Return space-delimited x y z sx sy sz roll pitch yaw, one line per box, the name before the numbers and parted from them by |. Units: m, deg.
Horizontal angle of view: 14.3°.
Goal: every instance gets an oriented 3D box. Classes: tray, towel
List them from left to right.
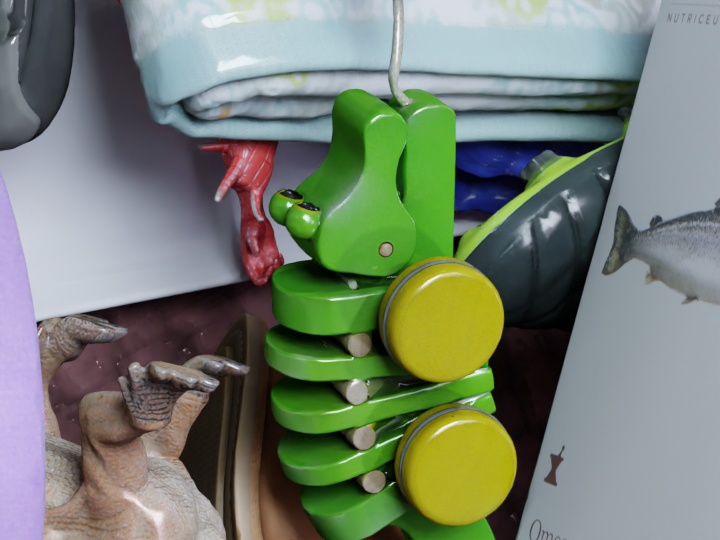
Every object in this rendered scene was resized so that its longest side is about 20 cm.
tray | -0.042 -0.050 0.848 0.199 0.022 0.108 -12 89 -32
towel | 0.007 -0.119 0.795 0.199 0.048 0.172 -1 66 -39

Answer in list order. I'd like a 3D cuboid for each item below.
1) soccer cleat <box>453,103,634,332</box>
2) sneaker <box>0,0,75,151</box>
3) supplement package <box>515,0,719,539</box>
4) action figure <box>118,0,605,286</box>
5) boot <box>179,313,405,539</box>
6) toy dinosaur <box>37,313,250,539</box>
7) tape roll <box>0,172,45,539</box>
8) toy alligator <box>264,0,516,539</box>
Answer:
soccer cleat | 0.112 -0.004 0.806 0.199 0.068 0.081 -10 60 -40
sneaker | -0.085 -0.124 0.789 0.079 0.075 0.201 16 61 -36
supplement package | 0.128 0.027 0.721 0.117 0.117 0.201 15 89 -25
action figure | 0.006 -0.022 0.821 0.200 0.065 0.099 31 58 -24
boot | 0.026 0.106 0.797 0.154 0.074 0.201 8 51 -21
toy dinosaur | -0.084 0.079 0.709 0.086 0.199 0.136 13 92 -57
tape roll | -0.142 0.046 0.667 0.065 0.200 0.201 2 81 -31
toy alligator | 0.000 0.000 0.717 0.054 0.059 0.201 -14 112 -17
